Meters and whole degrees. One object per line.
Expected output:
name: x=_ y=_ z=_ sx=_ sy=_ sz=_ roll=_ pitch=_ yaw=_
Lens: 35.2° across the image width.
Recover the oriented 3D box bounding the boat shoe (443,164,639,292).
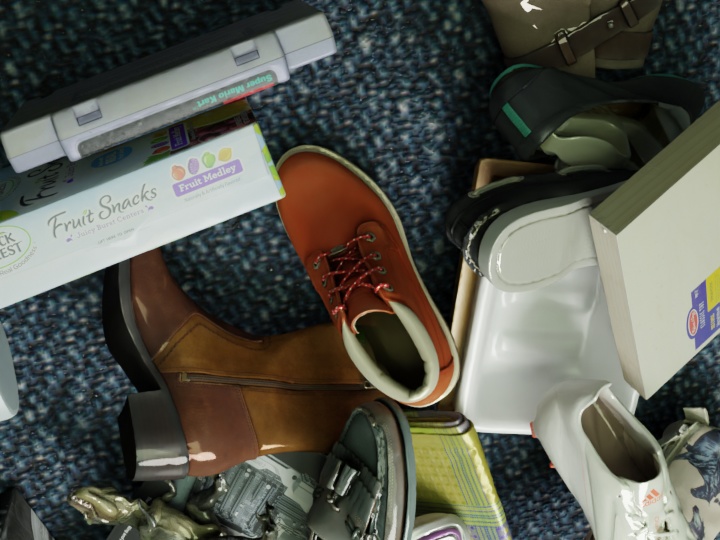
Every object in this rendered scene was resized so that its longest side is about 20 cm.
boat shoe: x=0.144 y=-0.033 z=0.727 sx=0.198 sy=0.060 sz=0.075 roll=-14 pitch=124 yaw=-28

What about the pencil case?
pencil case: x=0.217 y=0.197 z=0.860 sx=0.200 sy=0.077 sz=0.090 roll=-41 pitch=104 yaw=-30

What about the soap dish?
soap dish: x=0.138 y=0.019 z=0.825 sx=0.155 sy=0.081 sz=0.203 roll=4 pitch=108 yaw=-14

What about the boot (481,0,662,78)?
boot: x=0.108 y=-0.183 z=0.757 sx=0.197 sy=0.070 sz=0.148 roll=-10 pitch=119 yaw=-1

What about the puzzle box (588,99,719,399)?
puzzle box: x=0.214 y=-0.012 z=0.734 sx=0.133 sy=0.025 sz=0.201 roll=-40 pitch=142 yaw=-11

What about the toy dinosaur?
toy dinosaur: x=-0.100 y=0.181 z=0.782 sx=0.199 sy=0.048 sz=0.089 roll=33 pitch=114 yaw=-1

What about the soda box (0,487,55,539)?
soda box: x=-0.230 y=0.264 z=0.837 sx=0.063 sy=0.071 sz=0.201 roll=-27 pitch=112 yaw=4

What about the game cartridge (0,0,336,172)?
game cartridge: x=-0.117 y=-0.115 z=0.696 sx=0.198 sy=0.130 sz=0.039 roll=-21 pitch=113 yaw=-3

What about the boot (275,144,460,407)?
boot: x=0.000 y=0.000 z=0.750 sx=0.075 sy=0.107 sz=0.201 roll=-34 pitch=84 yaw=9

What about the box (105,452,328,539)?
box: x=-0.092 y=0.196 z=0.831 sx=0.157 sy=0.050 sz=0.201 roll=35 pitch=100 yaw=-1

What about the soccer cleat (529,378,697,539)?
soccer cleat: x=0.188 y=0.163 z=0.767 sx=0.069 sy=0.077 sz=0.201 roll=-34 pitch=91 yaw=-29

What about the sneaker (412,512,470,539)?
sneaker: x=0.007 y=0.237 z=0.857 sx=0.075 sy=0.100 sz=0.200 roll=37 pitch=115 yaw=-11

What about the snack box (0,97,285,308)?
snack box: x=-0.154 y=-0.050 z=0.704 sx=0.198 sy=0.142 sz=0.054 roll=-22 pitch=111 yaw=-3

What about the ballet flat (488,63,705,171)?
ballet flat: x=0.172 y=-0.095 z=0.767 sx=0.198 sy=0.073 sz=0.074 roll=-1 pitch=111 yaw=-35

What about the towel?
towel: x=0.054 y=0.186 z=0.854 sx=0.142 sy=0.023 sz=0.202 roll=-5 pitch=117 yaw=39

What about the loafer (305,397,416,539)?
loafer: x=-0.010 y=0.182 z=0.743 sx=0.062 sy=0.072 sz=0.203 roll=-4 pitch=111 yaw=-29

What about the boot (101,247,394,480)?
boot: x=-0.070 y=0.042 z=0.779 sx=0.197 sy=0.190 sz=0.069 roll=-4 pitch=154 yaw=-25

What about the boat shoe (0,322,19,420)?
boat shoe: x=-0.302 y=0.020 z=0.741 sx=0.090 sy=0.071 sz=0.202 roll=-23 pitch=106 yaw=-2
